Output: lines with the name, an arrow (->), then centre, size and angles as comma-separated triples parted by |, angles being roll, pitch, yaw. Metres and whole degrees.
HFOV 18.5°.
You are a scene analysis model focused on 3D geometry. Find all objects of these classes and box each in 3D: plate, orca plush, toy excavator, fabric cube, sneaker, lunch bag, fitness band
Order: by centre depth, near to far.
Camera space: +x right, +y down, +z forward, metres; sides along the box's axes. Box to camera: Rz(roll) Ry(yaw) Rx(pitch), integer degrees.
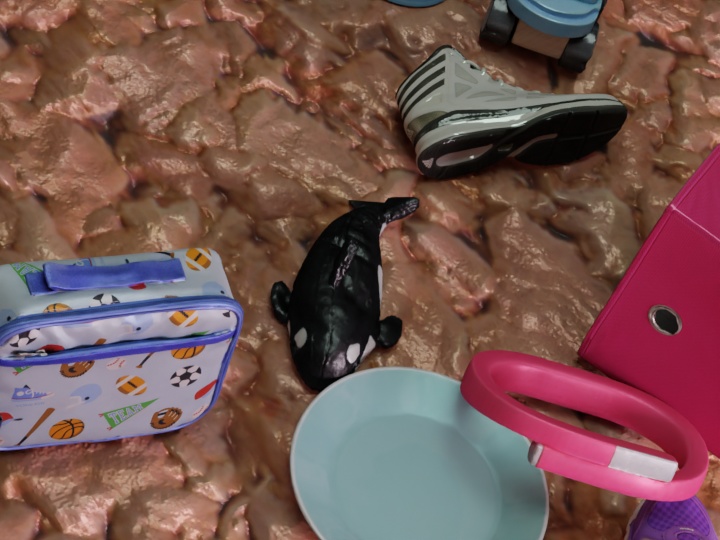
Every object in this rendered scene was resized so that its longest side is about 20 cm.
lunch bag -> -0.187, 0.053, 1.540 | 0.199, 0.161, 0.076 | -7, 55, -25
sneaker -> 0.241, 0.233, 1.595 | 0.080, 0.089, 0.201 | 10, 47, -9
plate -> 0.042, 0.159, 1.626 | 0.199, 0.026, 0.201 | 11, 49, -12
fitness band -> 0.169, 0.116, 1.659 | 0.199, 0.038, 0.144 | 18, 18, -13
orca plush -> 0.000, 0.000, 1.707 | 0.105, 0.071, 0.200 | 32, 49, 7
fabric cube -> 0.323, 0.018, 1.727 | 0.199, 0.197, 0.200 | 37, 49, 9
sneaker -> 0.123, -0.150, 1.869 | 0.199, 0.076, 0.116 | -9, 58, -22
toy excavator -> 0.193, -0.305, 1.935 | 0.099, 0.200, 0.195 | 20, 49, -4

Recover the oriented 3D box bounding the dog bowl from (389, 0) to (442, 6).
dog bowl -> 0.071, -0.315, 2.000 | 0.111, 0.050, 0.200 | 41, 50, 15
